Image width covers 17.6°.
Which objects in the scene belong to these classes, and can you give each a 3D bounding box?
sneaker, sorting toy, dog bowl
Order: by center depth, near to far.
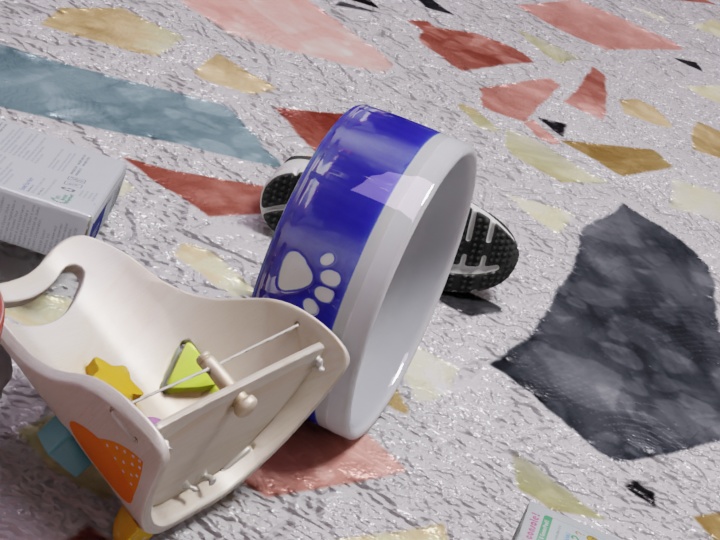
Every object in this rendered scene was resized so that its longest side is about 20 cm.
[{"bbox_3d":[-0.138,0.051,1.329,0.180,0.107,0.200,43,29,14],"label":"sorting toy"},{"bbox_3d":[0.000,0.000,1.471,0.078,0.201,0.200,23,24,11],"label":"dog bowl"},{"bbox_3d":[0.025,-0.045,1.739,0.198,0.074,0.080,19,22,-5],"label":"sneaker"}]

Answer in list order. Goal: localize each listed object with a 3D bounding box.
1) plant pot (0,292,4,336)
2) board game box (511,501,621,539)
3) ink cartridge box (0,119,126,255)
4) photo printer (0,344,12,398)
[{"bbox_3d":[-0.264,0.082,1.100,0.199,0.197,0.201,17,24,-8],"label":"plant pot"},{"bbox_3d":[0.163,0.224,1.307,0.199,0.065,0.148,25,24,4],"label":"board game box"},{"bbox_3d":[-0.265,-0.070,1.561,0.198,0.044,0.196,18,13,-3],"label":"ink cartridge box"},{"bbox_3d":[-0.302,0.028,1.301,0.200,0.070,0.166,43,32,18],"label":"photo printer"}]
